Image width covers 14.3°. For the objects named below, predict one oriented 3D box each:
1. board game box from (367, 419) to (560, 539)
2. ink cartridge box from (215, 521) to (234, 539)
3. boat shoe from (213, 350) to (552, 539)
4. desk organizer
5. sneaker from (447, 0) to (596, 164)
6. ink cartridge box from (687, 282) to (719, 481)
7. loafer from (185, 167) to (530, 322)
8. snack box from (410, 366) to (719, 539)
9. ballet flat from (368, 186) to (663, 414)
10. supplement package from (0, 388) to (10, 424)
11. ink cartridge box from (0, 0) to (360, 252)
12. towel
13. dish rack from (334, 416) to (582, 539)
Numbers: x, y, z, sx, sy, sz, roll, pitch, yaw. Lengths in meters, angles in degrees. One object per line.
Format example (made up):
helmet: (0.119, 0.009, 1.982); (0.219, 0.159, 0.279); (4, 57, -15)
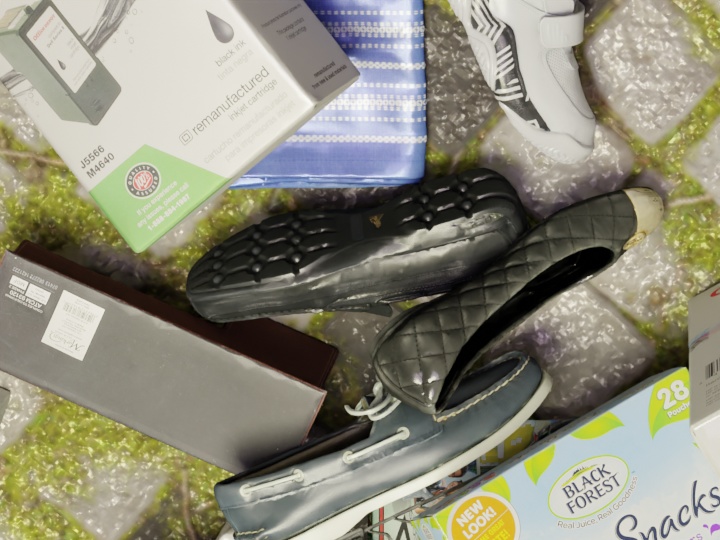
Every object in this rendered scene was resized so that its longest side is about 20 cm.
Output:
board game box: (0.071, 0.186, 1.655); (0.134, 0.029, 0.200); (0, 84, -6)
ink cartridge box: (-0.022, 0.247, 1.719); (0.200, 0.085, 0.146); (32, 110, -1)
boat shoe: (0.012, 0.095, 1.609); (0.200, 0.075, 0.062); (-30, 99, 0)
desk organizer: (-0.118, 0.047, 1.668); (0.200, 0.077, 0.072); (24, 110, 0)
sneaker: (0.109, -0.161, 1.563); (0.115, 0.075, 0.200); (-24, 104, 15)
ink cartridge box: (0.275, 0.070, 1.552); (0.147, 0.200, 0.145); (-30, 104, 16)
loafer: (0.000, 0.000, 1.637); (0.200, 0.068, 0.070); (-14, 128, 9)
snack box: (0.150, 0.180, 1.564); (0.169, 0.068, 0.200); (-30, 88, -13)
ballet flat: (0.094, 0.017, 1.595); (0.200, 0.066, 0.057); (-33, 64, -19)
supplement package: (-0.303, 0.155, 1.716); (0.114, 0.110, 0.200); (22, 110, 0)
ink cartridge box: (-0.122, -0.136, 1.581); (0.145, 0.084, 0.200); (-39, 91, 26)
towel: (-0.036, -0.142, 1.620); (0.145, 0.024, 0.200); (1, 109, 8)
dish rack: (0.068, 0.188, 1.606); (0.200, 0.055, 0.154); (-24, 86, -16)
